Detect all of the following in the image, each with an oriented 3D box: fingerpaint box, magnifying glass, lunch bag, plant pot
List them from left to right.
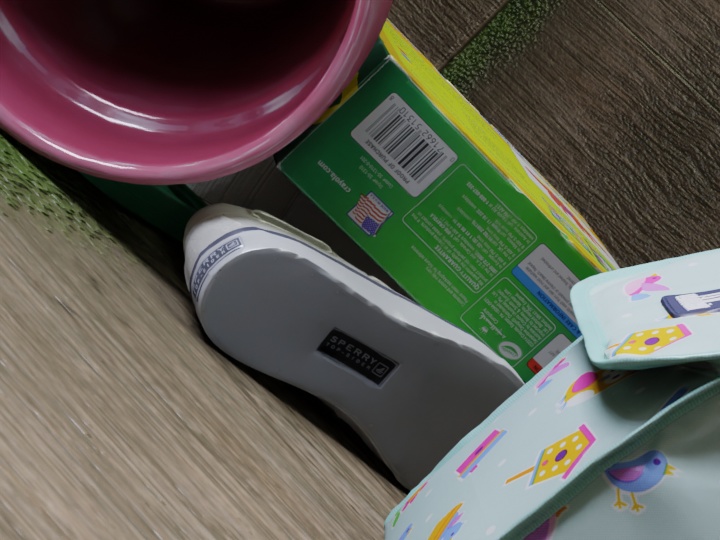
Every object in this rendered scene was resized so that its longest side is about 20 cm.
[{"bbox_3d":[-0.080,-0.026,0.921,0.200,0.022,0.080,41,7,-31],"label":"magnifying glass"},{"bbox_3d":[-0.070,-0.155,0.848,0.200,0.200,0.179,44,21,-5],"label":"plant pot"},{"bbox_3d":[0.040,-0.034,0.934,0.200,0.073,0.167,44,10,-23],"label":"fingerpaint box"},{"bbox_3d":[0.106,0.070,0.662,0.122,0.200,0.170,44,7,-5],"label":"lunch bag"}]

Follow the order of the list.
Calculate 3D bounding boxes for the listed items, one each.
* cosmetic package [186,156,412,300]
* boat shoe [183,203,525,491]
[{"bbox_3d":[0.000,0.000,1.056,0.083,0.051,0.200,32,-4,46],"label":"cosmetic package"},{"bbox_3d":[0.002,0.034,0.856,0.200,0.071,0.070,32,15,-31],"label":"boat shoe"}]
